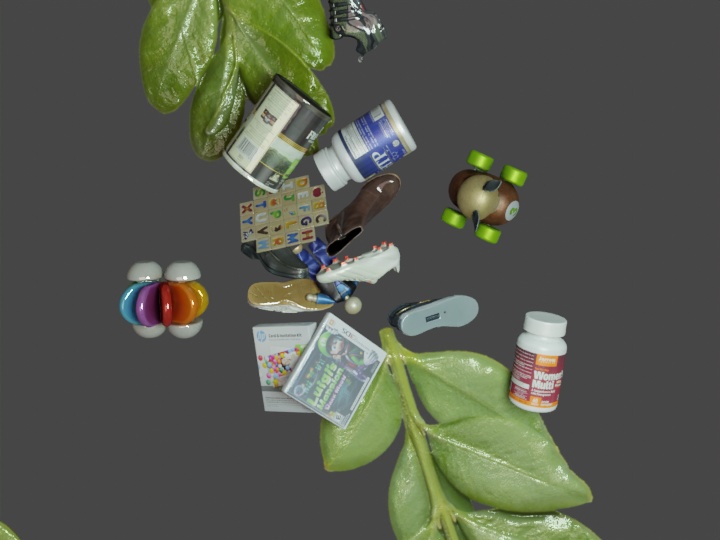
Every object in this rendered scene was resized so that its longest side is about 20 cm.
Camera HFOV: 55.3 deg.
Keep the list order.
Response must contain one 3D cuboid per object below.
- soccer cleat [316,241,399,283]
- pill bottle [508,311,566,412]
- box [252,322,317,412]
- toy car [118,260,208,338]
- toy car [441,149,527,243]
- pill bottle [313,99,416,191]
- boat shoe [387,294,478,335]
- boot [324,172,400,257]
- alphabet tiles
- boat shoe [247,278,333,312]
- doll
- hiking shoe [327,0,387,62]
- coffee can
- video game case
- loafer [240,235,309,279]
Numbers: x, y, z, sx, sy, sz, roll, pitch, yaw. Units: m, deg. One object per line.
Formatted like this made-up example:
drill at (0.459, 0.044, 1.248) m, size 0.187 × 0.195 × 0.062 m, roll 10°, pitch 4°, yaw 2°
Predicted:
soccer cleat at (0.000, 0.000, 1.506) m, size 0.198 × 0.069 × 0.078 m, roll -20°, pitch 106°, yaw -18°
pill bottle at (0.395, 0.200, 1.519) m, size 0.108 × 0.110 × 0.203 m, roll 7°, pitch 103°, yaw 4°
box at (-0.161, 0.222, 1.575) m, size 0.154 × 0.041 × 0.203 m, roll -3°, pitch 96°, yaw 27°
toy car at (-0.450, 0.073, 1.546) m, size 0.197 × 0.150 × 0.177 m, roll 0°, pitch 102°, yaw 5°
toy car at (0.259, -0.143, 1.412) m, size 0.156 × 0.200 × 0.166 m, roll 23°, pitch 103°, yaw 0°
pill bottle at (0.007, -0.258, 1.452) m, size 0.199 × 0.120 × 0.120 m, roll -30°, pitch 98°, yaw 11°
boat shoe at (0.160, 0.091, 1.542) m, size 0.198 × 0.091 × 0.072 m, roll -11°, pitch 103°, yaw -20°
boot at (0.008, -0.115, 1.453) m, size 0.199 × 0.167 × 0.072 m, roll -37°, pitch 110°, yaw 15°
alphabet tiles at (-0.169, -0.125, 1.501) m, size 0.198 × 0.006 × 0.168 m, roll -12°, pitch 63°, yaw 8°
boat shoe at (-0.159, 0.061, 1.564) m, size 0.197 × 0.069 × 0.072 m, roll 4°, pitch 71°, yaw -13°
doll at (-0.071, 0.018, 1.539) m, size 0.136 × 0.048 × 0.200 m, roll -41°, pitch 92°, yaw -13°
hiking shoe at (-0.039, -0.531, 1.420) m, size 0.101 × 0.076 × 0.200 m, roll -43°, pitch 96°, yaw 8°
coffee can at (-0.176, -0.287, 1.448) m, size 0.146 × 0.146 × 0.201 m, roll 38°, pitch 103°, yaw -4°
video game case at (-0.054, 0.225, 1.536) m, size 0.181 × 0.023 × 0.201 m, roll 37°, pitch 76°, yaw -24°
loafer at (-0.185, -0.042, 1.497) m, size 0.199 × 0.072 × 0.073 m, roll 28°, pitch 113°, yaw 31°
